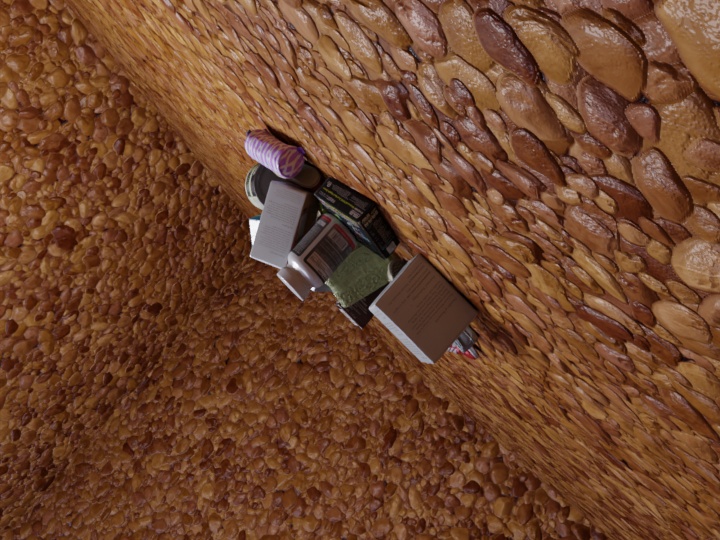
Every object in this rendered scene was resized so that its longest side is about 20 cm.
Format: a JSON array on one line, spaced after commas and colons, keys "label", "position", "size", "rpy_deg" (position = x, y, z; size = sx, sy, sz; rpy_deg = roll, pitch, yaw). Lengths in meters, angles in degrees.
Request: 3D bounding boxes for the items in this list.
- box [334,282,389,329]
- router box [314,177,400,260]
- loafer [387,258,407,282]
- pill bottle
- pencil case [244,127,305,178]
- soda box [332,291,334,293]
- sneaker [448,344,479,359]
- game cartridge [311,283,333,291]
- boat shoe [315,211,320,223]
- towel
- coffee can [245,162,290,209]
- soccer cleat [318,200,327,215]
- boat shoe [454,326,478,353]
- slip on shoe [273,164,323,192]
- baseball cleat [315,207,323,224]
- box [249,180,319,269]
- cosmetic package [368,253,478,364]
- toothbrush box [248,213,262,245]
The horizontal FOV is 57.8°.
[{"label": "box", "position": [0.029, 0.057, 1.839], "size": [0.100, 0.201, 0.075], "rpy_deg": [42, 170, -9]}, {"label": "router box", "position": [-0.009, -0.128, 1.586], "size": [0.199, 0.062, 0.150], "rpy_deg": [36, 170, 45]}, {"label": "loafer", "position": [0.127, 0.065, 1.725], "size": [0.203, 0.075, 0.068], "rpy_deg": [59, 153, -4]}, {"label": "pill bottle", "position": [-0.110, -0.033, 1.624], "size": [0.115, 0.201, 0.116], "rpy_deg": [41, 172, 7]}, {"label": "pencil case", "position": [-0.221, -0.303, 1.671], "size": [0.199, 0.085, 0.085], "rpy_deg": [37, 166, 44]}, {"label": "soda box", "position": [-0.034, -0.010, 1.875], "size": [0.068, 0.065, 0.199], "rpy_deg": [40, 138, -11]}, {"label": "sneaker", "position": [0.245, 0.219, 1.902], "size": [0.199, 0.113, 0.071], "rpy_deg": [40, 172, 22]}, {"label": "game cartridge", "position": [-0.135, -0.002, 1.830], "size": [0.130, 0.042, 0.199], "rpy_deg": [-4, -151, -36]}, {"label": "boat shoe", "position": [-0.095, -0.148, 1.887], "size": [0.199, 0.065, 0.072], "rpy_deg": [41, 139, -3]}, {"label": "towel", "position": [0.000, 0.000, 1.739], "size": [0.149, 0.198, 0.037], "rpy_deg": [52, -172, -26]}, {"label": "coffee can", "position": [-0.249, -0.245, 1.874], "size": [0.146, 0.147, 0.199], "rpy_deg": [45, 172, -16]}, {"label": "soccer cleat", "position": [-0.050, -0.139, 1.745], "size": [0.200, 0.067, 0.081], "rpy_deg": [48, -177, -31]}, {"label": "boat shoe", "position": [0.224, 0.141, 1.761], "size": [0.200, 0.072, 0.070], "rpy_deg": [42, 172, 16]}, {"label": "slip on shoe", "position": [-0.170, -0.258, 1.710], "size": [0.198, 0.075, 0.061], "rpy_deg": [32, 171, 34]}, {"label": "baseball cleat", "position": [-0.083, -0.103, 1.827], "size": [0.104, 0.071, 0.201], "rpy_deg": [26, 150, 3]}, {"label": "box", "position": [-0.192, -0.119, 1.710], "size": [0.104, 0.205, 0.152], "rpy_deg": [19, -171, 9]}, {"label": "cosmetic package", "position": [0.147, 0.097, 1.592], "size": [0.200, 0.167, 0.167], "rpy_deg": [43, 172, 0]}, {"label": "toothbrush box", "position": [-0.214, -0.132, 1.949], "size": [0.143, 0.198, 0.088], "rpy_deg": [8, 110, 32]}]
